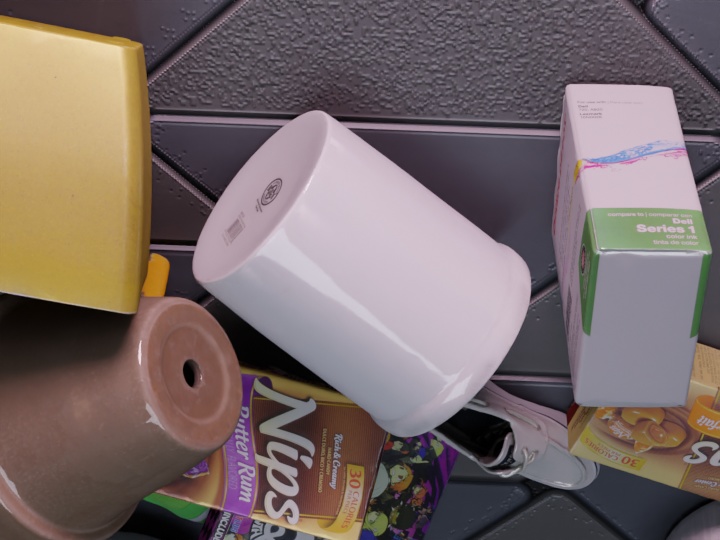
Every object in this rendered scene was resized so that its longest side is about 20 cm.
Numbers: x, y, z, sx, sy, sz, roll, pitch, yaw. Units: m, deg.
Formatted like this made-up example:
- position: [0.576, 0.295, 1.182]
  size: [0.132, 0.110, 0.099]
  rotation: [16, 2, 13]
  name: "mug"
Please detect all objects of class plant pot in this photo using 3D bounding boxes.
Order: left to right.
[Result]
- position: [-0.238, -0.086, 1.381]
  size: [0.199, 0.200, 0.177]
  rotation: [10, 97, -5]
  name: "plant pot"
- position: [-0.185, 0.097, 1.426]
  size: [0.174, 0.201, 0.200]
  rotation: [-17, 128, 33]
  name: "plant pot"

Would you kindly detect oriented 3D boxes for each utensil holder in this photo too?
- position: [0.000, 0.000, 1.465]
  size: [0.200, 0.170, 0.170]
  rotation: [38, 122, -22]
  name: "utensil holder"

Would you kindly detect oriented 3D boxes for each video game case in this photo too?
- position: [-0.032, 0.203, 1.640]
  size: [0.181, 0.036, 0.200]
  rotation: [23, 91, -20]
  name: "video game case"

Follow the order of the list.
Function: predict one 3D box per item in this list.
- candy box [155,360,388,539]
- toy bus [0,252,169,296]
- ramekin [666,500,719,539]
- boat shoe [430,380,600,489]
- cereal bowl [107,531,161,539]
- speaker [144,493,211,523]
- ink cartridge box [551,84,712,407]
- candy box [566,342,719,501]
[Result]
- position: [-0.083, 0.137, 1.567]
  size: [0.199, 0.056, 0.117]
  rotation: [14, 91, -1]
  name: "candy box"
- position: [-0.256, 0.002, 1.543]
  size: [0.200, 0.065, 0.078]
  rotation: [18, 128, -11]
  name: "toy bus"
- position: [0.354, 0.286, 1.722]
  size: [0.200, 0.098, 0.201]
  rotation: [1, 129, 2]
  name: "ramekin"
- position: [0.119, 0.138, 1.633]
  size: [0.200, 0.066, 0.072]
  rotation: [36, 122, -23]
  name: "boat shoe"
- position: [-0.215, 0.305, 1.777]
  size: [0.199, 0.083, 0.200]
  rotation: [2, 129, 2]
  name: "cereal bowl"
- position: [-0.190, 0.136, 1.637]
  size: [0.200, 0.089, 0.088]
  rotation: [32, 124, -21]
  name: "speaker"
- position: [0.191, -0.021, 1.415]
  size: [0.084, 0.200, 0.145]
  rotation: [0, 129, -1]
  name: "ink cartridge box"
- position: [0.284, 0.125, 1.620]
  size: [0.200, 0.055, 0.116]
  rotation: [18, 128, -12]
  name: "candy box"
